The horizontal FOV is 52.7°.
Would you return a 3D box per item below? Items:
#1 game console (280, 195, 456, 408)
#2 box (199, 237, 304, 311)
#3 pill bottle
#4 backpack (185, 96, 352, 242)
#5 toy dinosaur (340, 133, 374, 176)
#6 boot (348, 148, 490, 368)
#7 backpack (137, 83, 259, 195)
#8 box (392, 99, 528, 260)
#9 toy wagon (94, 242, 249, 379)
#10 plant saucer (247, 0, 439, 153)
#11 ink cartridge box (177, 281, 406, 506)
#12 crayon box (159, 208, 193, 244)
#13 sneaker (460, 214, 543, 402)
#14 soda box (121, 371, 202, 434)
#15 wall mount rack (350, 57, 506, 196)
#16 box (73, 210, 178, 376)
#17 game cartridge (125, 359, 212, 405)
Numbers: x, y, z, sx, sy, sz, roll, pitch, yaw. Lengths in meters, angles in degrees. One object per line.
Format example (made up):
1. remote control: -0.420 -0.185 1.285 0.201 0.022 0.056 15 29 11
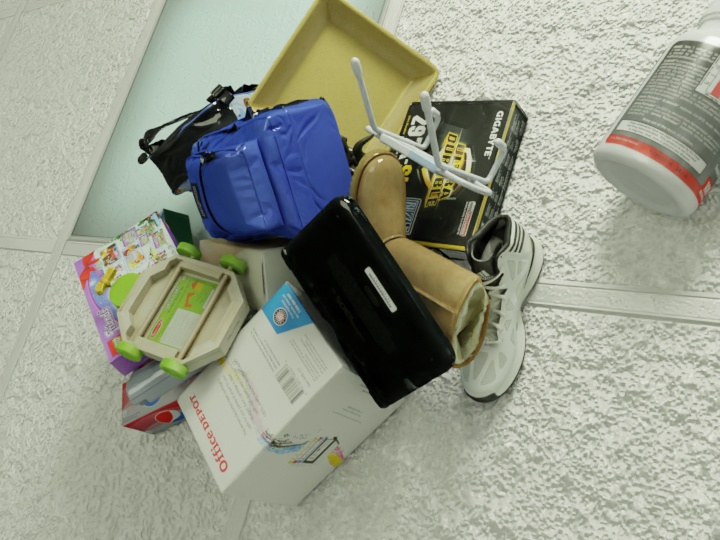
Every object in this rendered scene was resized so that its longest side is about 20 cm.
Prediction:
1. game console: 0.017 0.031 0.783 0.176 0.116 0.201 -40 82 42
2. box: -0.131 -0.001 0.957 0.199 0.094 0.078 9 105 55
3. pill bottle: 0.337 -0.165 0.729 0.116 0.116 0.201 37 92 41
4. backpack: -0.128 -0.116 0.890 0.199 0.167 0.164 3 108 52
5. toy dinosaur: -0.011 -0.123 0.947 0.200 0.102 0.077 -39 9 48
6. boot: 0.063 -0.020 0.775 0.200 0.066 0.177 37 131 50
7. backpack: -0.194 -0.194 1.091 0.199 0.155 0.191 -21 19 32
8. box: 0.107 -0.117 0.918 0.159 0.049 0.201 9 74 40
9. toy wagon: -0.231 0.040 0.876 0.199 0.040 0.156 15 64 25
10. plant saucer: -0.023 -0.251 1.020 0.201 0.199 0.048 -56 5 0
11. ink cartridge box: -0.082 0.152 0.860 0.200 0.144 0.147 -45 51 9
12. crayon box: -0.302 0.021 1.125 0.126 0.051 0.201 -45 48 32
13. sneaker: 0.132 0.034 0.782 0.075 0.115 0.202 6 72 37
14. soda box: -0.247 0.164 1.029 0.199 0.063 0.070 -28 55 23
15. wall mount rack: 0.069 -0.160 0.819 0.200 0.173 0.075 37 107 40
16. box: -0.289 0.024 0.959 0.136 0.039 0.200 -33 51 -6
17. game cartridge: -0.229 0.099 0.954 0.132 0.041 0.200 -29 14 -2
